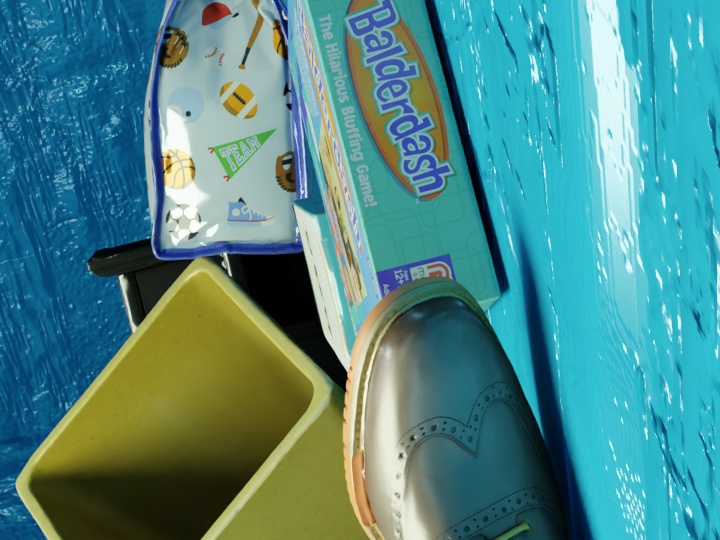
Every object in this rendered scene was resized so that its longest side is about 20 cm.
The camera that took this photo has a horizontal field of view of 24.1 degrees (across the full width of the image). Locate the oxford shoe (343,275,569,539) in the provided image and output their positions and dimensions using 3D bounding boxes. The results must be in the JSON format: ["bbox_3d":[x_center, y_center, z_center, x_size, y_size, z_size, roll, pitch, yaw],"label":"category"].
[{"bbox_3d":[0.049,0.097,0.550,0.073,0.071,0.201,28,139,58],"label":"oxford shoe"}]

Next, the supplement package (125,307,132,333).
[{"bbox_3d":[-0.090,0.092,1.477,0.200,0.190,0.148,82,172,-60],"label":"supplement package"}]

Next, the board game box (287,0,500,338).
[{"bbox_3d":[0.007,-0.045,0.682,0.200,0.045,0.153,106,150,-83],"label":"board game box"}]

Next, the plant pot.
[{"bbox_3d":[-0.060,0.150,1.069,0.200,0.195,0.195,40,180,-37],"label":"plant pot"}]

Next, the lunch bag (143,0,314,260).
[{"bbox_3d":[-0.084,-0.124,1.122,0.170,0.123,0.202,-112,18,-77],"label":"lunch bag"}]

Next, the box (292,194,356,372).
[{"bbox_3d":[0.000,0.000,0.908,0.200,0.049,0.083,-138,35,-83],"label":"box"}]

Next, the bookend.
[{"bbox_3d":[-0.089,0.059,1.304,0.092,0.198,0.200,-135,32,-83],"label":"bookend"}]
